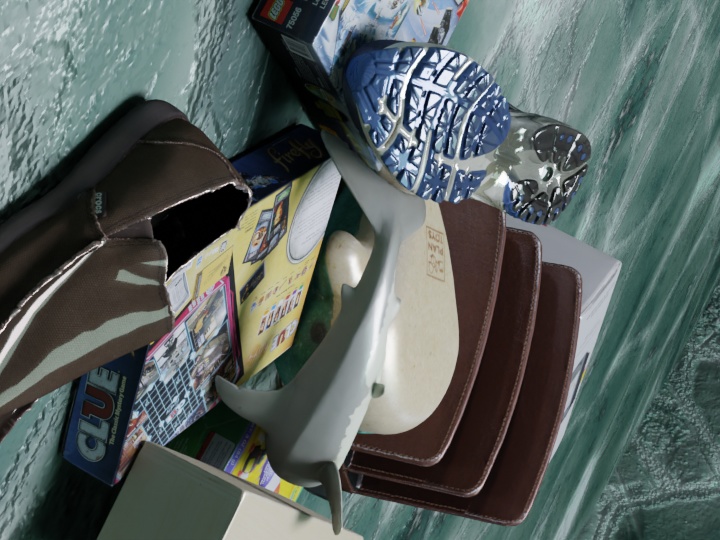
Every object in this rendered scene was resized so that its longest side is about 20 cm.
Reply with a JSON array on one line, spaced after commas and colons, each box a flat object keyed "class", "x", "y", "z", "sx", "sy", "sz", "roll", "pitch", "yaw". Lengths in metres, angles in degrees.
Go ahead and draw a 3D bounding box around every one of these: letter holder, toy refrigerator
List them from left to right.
[{"class": "toy refrigerator", "x": -0.071, "y": 0.152, "z": 0.948, "sx": 0.076, "sy": 0.070, "sz": 0.200, "roll": -64, "pitch": 159, "yaw": -6}, {"class": "letter holder", "x": 0.072, "y": 0.057, "z": 1.194, "sx": 0.101, "sy": 0.141, "sz": 0.201, "roll": 76, "pitch": 28, "yaw": -63}]

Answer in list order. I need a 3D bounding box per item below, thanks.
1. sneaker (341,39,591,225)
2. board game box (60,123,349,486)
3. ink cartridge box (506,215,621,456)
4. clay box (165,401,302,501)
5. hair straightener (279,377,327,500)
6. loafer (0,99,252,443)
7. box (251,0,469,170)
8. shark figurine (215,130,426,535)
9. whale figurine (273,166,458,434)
[{"class": "sneaker", "x": 0.042, "y": -0.078, "z": 0.966, "sx": 0.200, "sy": 0.085, "sz": 0.077, "roll": 25, "pitch": 93, "yaw": -52}, {"class": "board game box", "x": -0.078, "y": 0.012, "z": 0.924, "sx": 0.200, "sy": 0.034, "sz": 0.136, "roll": -37, "pitch": 148, "yaw": -60}, {"class": "ink cartridge box", "x": 0.104, "y": 0.054, "z": 1.368, "sx": 0.086, "sy": 0.147, "sz": 0.201, "roll": -48, "pitch": 158, "yaw": -42}, {"class": "clay box", "x": -0.085, "y": 0.146, "z": 1.078, "sx": 0.115, "sy": 0.047, "sz": 0.200, "roll": -62, "pitch": 163, "yaw": -8}, {"class": "hair straightener", "x": -0.027, "y": 0.099, "z": 1.207, "sx": 0.077, "sy": 0.041, "sz": 0.201, "roll": -54, "pitch": 161, "yaw": -36}, {"class": "loafer", "x": -0.112, "y": 0.004, "z": 0.736, "sx": 0.200, "sy": 0.071, "sz": 0.073, "roll": -54, "pitch": 161, "yaw": -33}, {"class": "box", "x": 0.010, "y": -0.150, "z": 0.954, "sx": 0.137, "sy": 0.040, "sz": 0.200, "roll": -61, "pitch": 164, "yaw": -9}, {"class": "shark figurine", "x": -0.029, "y": 0.047, "z": 0.931, "sx": 0.128, "sy": 0.089, "sz": 0.215, "roll": -92, "pitch": -161, "yaw": -58}, {"class": "whale figurine", "x": 0.000, "y": 0.000, "z": 1.087, "sx": 0.159, "sy": 0.103, "sz": 0.202, "roll": 17, "pitch": 75, "yaw": -63}]
